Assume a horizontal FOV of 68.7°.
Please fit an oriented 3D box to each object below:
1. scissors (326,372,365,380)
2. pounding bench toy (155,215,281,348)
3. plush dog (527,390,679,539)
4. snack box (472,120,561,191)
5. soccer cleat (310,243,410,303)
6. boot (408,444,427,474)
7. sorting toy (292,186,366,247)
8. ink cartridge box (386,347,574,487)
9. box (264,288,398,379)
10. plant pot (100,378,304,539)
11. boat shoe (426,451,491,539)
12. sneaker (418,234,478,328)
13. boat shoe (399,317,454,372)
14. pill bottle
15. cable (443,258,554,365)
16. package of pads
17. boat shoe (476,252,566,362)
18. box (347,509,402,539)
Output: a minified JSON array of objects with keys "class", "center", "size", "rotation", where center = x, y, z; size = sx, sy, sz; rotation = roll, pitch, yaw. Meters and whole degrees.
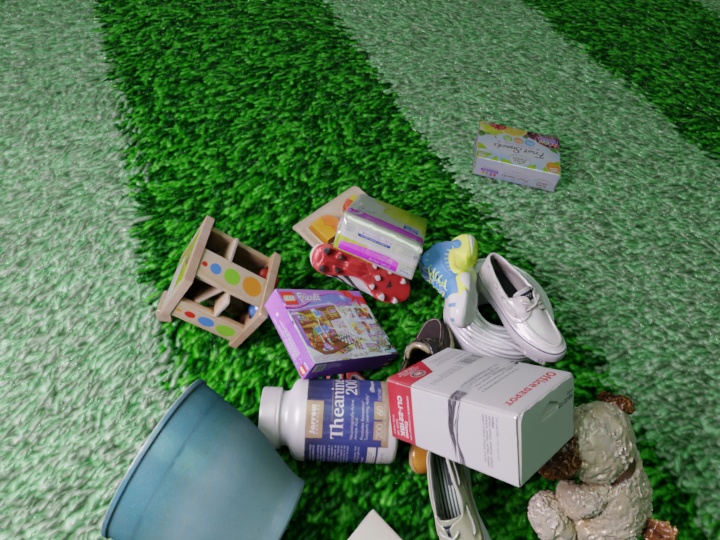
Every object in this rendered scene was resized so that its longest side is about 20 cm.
[{"class":"scissors","center":[-0.033,0.135,0.885],"size":[0.070,0.014,0.205],"rotation":[-5,52,-11]},{"class":"pounding bench toy","center":[-0.237,0.044,0.875],"size":[0.153,0.199,0.128],"rotation":[28,47,-23]},{"class":"plush dog","center":[0.316,0.259,0.690],"size":[0.197,0.177,0.159],"rotation":[-30,16,-26]},{"class":"snack box","center":[0.364,-0.269,1.232],"size":[0.192,0.054,0.146],"rotation":[13,52,5]},{"class":"soccer cleat","center":[0.000,0.000,0.938],"size":[0.194,0.071,0.085],"rotation":[20,9,-15]},{"class":"boot","center":[0.174,0.230,0.750],"size":[0.198,0.073,0.142],"rotation":[-31,17,-33]},{"class":"sorting toy","center":[-0.011,-0.081,1.049],"size":[0.199,0.037,0.183],"rotation":[39,57,24]},{"class":"ink cartridge box","center":[0.151,0.172,0.668],"size":[0.141,0.087,0.196],"rotation":[-15,12,-41]},{"class":"box","center":[-0.042,0.095,0.832],"size":[0.196,0.039,0.139],"rotation":[5,44,-49]},{"class":"plant pot","center":[-0.175,0.274,0.649],"size":[0.184,0.202,0.203],"rotation":[30,52,1]},{"class":"boat shoe","center":[0.119,0.321,0.676],"size":[0.061,0.070,0.208],"rotation":[10,63,-55]},{"class":"sneaker","center":[0.145,0.020,0.890],"size":[0.101,0.078,0.203],"rotation":[-5,37,21]},{"class":"boat shoe","center":[0.103,0.139,0.836],"size":[0.071,0.066,0.202],"rotation":[-20,28,28]},{"class":"pill bottle","center":[-0.045,0.214,0.755],"size":[0.191,0.113,0.114],"rotation":[3,49,-4]},{"class":"cable","center":[0.243,0.074,0.930],"size":[0.192,0.071,0.204],"rotation":[15,50,8]},{"class":"package of pads","center":[0.038,-0.067,0.938],"size":[0.150,0.070,0.201],"rotation":[22,20,3]},{"class":"boat shoe","center":[0.265,0.054,0.857],"size":[0.070,0.067,0.203],"rotation":[-16,53,-18]},{"class":"box","center":[0.062,0.399,0.637],"size":[0.198,0.084,0.068],"rotation":[40,57,22]}]
